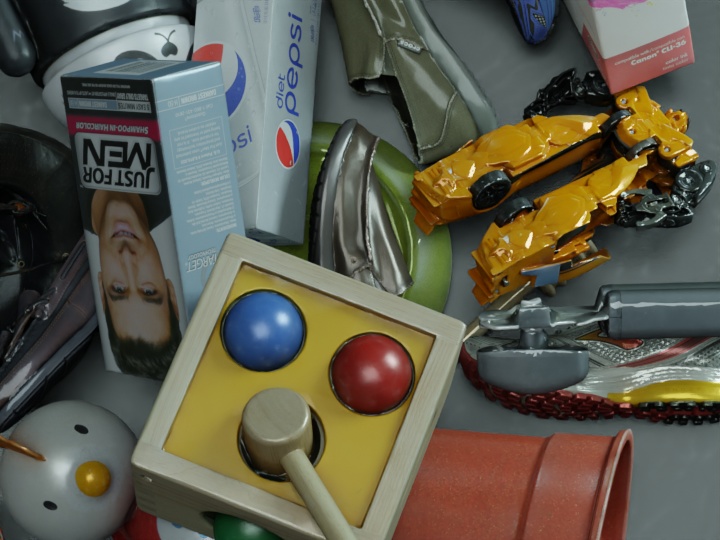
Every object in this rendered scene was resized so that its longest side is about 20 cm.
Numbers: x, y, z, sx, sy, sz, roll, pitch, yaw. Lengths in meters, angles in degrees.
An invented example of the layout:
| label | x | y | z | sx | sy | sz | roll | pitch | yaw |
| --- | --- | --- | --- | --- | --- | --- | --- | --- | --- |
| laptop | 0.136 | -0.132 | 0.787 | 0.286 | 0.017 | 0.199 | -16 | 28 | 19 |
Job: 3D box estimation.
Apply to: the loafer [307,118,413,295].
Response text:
| label | x | y | z | sx | sy | sz | roll | pitch | yaw |
| --- | --- | --- | --- | --- | --- | --- | --- | --- | --- |
| loafer | 0.000 | 0.000 | 1.581 | 0.070 | 0.073 | 0.202 | 5 | 85 | -5 |

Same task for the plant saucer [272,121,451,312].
| label | x | y | z | sx | sy | sz | roll | pitch | yaw |
| --- | --- | --- | --- | --- | --- | --- | --- | --- | --- |
| plant saucer | -0.036 | -0.009 | 1.631 | 0.198 | 0.031 | 0.202 | -1 | 80 | 6 |

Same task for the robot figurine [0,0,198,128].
| label | x | y | z | sx | sy | sz | roll | pitch | yaw |
| --- | --- | --- | --- | --- | --- | --- | --- | --- | --- |
| robot figurine | -0.183 | -0.190 | 1.623 | 0.149 | 0.125 | 0.201 | -24 | 81 | 4 |

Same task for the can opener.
| label | x | y | z | sx | sy | sz | roll | pitch | yaw |
| --- | --- | --- | --- | --- | --- | --- | --- | --- | --- |
| can opener | 0.174 | 0.044 | 1.550 | 0.198 | 0.053 | 0.068 | -1 | 98 | -3 |

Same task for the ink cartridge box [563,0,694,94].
| label | x | y | z | sx | sy | sz | roll | pitch | yaw |
| --- | --- | --- | --- | --- | --- | --- | --- | --- | --- |
| ink cartridge box | 0.163 | -0.230 | 1.562 | 0.067 | 0.201 | 0.117 | -21 | 52 | 0 |

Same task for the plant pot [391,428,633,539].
| label | x | y | z | sx | sy | sz | roll | pitch | yaw |
| --- | --- | --- | --- | --- | --- | --- | --- | --- | --- |
| plant pot | 0.064 | 0.186 | 1.531 | 0.193 | 0.201 | 0.203 | 9 | 82 | 12 |

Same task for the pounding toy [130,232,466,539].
| label | x | y | z | sx | sy | sz | roll | pitch | yaw |
| --- | --- | --- | --- | --- | --- | --- | --- | --- | --- |
| pounding toy | -0.031 | 0.105 | 1.399 | 0.183 | 0.142 | 0.201 | 21 | 69 | 5 |

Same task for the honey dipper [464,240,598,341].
| label | x | y | z | sx | sy | sz | roll | pitch | yaw |
| --- | --- | --- | --- | --- | --- | --- | --- | --- | --- |
| honey dipper | 0.078 | 0.040 | 1.623 | 0.200 | 0.038 | 0.038 | -40 | 82 | -1 |

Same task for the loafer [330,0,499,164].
| label | x | y | z | sx | sy | sz | roll | pitch | yaw |
| --- | --- | --- | --- | --- | --- | --- | --- | --- | --- |
| loafer | 0.016 | -0.158 | 1.635 | 0.069 | 0.075 | 0.201 | -35 | 82 | -7 |

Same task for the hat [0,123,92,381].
| label | x | y | z | sx | sy | sz | roll | pitch | yaw |
| --- | --- | --- | --- | --- | --- | --- | --- | --- | --- |
| hat | -0.270 | -0.005 | 1.612 | 0.081 | 0.200 | 0.202 | 14 | 79 | 46 |

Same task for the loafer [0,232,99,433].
| label | x | y | z | sx | sy | sz | roll | pitch | yaw |
| --- | --- | --- | --- | --- | --- | --- | --- | --- | --- |
| loafer | -0.201 | 0.024 | 1.594 | 0.063 | 0.072 | 0.200 | 41 | 67 | 1 |

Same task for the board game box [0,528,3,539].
| label | x | y | z | sx | sy | sz | roll | pitch | yaw |
| --- | --- | --- | --- | --- | --- | --- | --- | --- | --- |
| board game box | -0.324 | 0.263 | 1.522 | 0.198 | 0.200 | 0.201 | -17 | 81 | 0 |

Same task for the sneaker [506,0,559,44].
| label | x | y | z | sx | sy | sz | roll | pitch | yaw |
| --- | --- | --- | --- | --- | --- | --- | --- | --- | --- |
| sneaker | 0.068 | -0.238 | 1.630 | 0.078 | 0.075 | 0.201 | -35 | 102 | 1 |

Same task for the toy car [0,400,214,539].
| label | x | y | z | sx | sy | sz | roll | pitch | yaw |
| --- | --- | --- | --- | --- | --- | --- | --- | --- | --- |
| toy car | -0.158 | 0.141 | 1.519 | 0.199 | 0.177 | 0.186 | 23 | 81 | -21 |

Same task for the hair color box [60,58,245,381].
| label | x | y | z | sx | sy | sz | roll | pitch | yaw |
| --- | --- | --- | --- | --- | --- | --- | --- | --- | --- |
| hair color box | -0.129 | -0.032 | 1.527 | 0.060 | 0.099 | 0.202 | -20 | 108 | -40 |

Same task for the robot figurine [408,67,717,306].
| label | x | y | z | sx | sy | sz | roll | pitch | yaw |
| --- | --- | --- | --- | --- | --- | --- | --- | --- | --- |
| robot figurine | 0.140 | -0.060 | 1.592 | 0.199 | 0.058 | 0.145 | -25 | 60 | -23 |

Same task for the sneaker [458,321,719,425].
| label | x | y | z | sx | sy | sz | roll | pitch | yaw |
| --- | --- | --- | --- | --- | --- | --- | --- | --- | --- |
| sneaker | 0.165 | 0.058 | 1.603 | 0.198 | 0.078 | 0.083 | 2 | 74 | -5 |

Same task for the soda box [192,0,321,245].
| label | x | y | z | sx | sy | sz | roll | pitch | yaw |
| --- | --- | --- | --- | --- | --- | --- | --- | --- | --- |
| soda box | -0.073 | -0.120 | 1.594 | 0.063 | 0.068 | 0.202 | 0 | 81 | 28 |
